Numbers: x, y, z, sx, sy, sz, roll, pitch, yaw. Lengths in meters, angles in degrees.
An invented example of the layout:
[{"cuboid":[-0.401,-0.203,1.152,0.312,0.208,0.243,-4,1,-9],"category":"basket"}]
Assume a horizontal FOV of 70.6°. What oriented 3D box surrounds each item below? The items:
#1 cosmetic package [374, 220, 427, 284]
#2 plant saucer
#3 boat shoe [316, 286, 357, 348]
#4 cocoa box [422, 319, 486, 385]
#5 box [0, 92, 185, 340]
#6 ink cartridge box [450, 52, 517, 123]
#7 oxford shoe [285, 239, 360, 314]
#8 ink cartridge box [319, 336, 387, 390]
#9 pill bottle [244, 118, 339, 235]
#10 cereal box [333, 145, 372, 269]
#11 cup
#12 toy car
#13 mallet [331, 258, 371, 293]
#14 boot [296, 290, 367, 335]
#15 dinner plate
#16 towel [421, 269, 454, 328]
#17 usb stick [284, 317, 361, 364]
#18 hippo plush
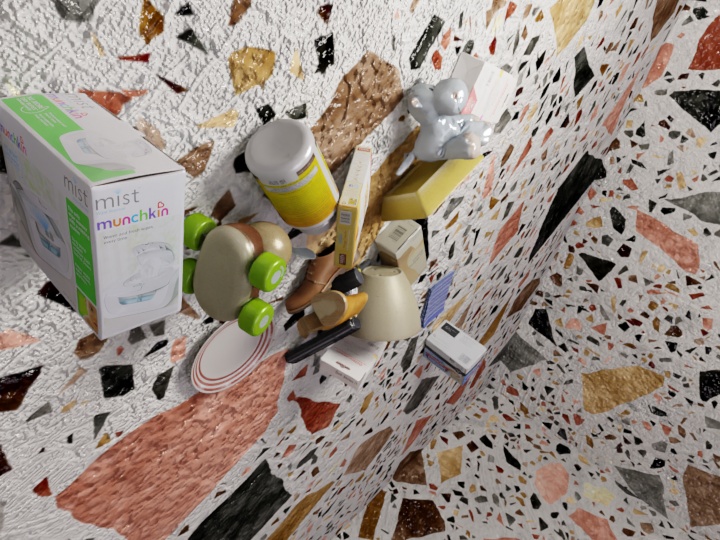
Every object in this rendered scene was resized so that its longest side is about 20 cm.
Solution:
[{"cuboid":[0.109,-0.042,1.310,0.105,0.071,0.200,-48,152,-14],"category":"cosmetic package"},{"cuboid":[0.142,-0.193,1.121,0.200,0.200,0.048,-47,111,-16],"category":"plant saucer"},{"cuboid":[-0.073,0.105,1.200,0.066,0.070,0.200,8,130,-29],"category":"boat shoe"},{"cuboid":[0.363,0.319,1.981,0.133,0.200,0.131,-38,149,-29],"category":"cocoa box"},{"cuboid":[-0.277,-0.064,0.533,0.097,0.200,0.177,-25,142,-44],"category":"box"},{"cuboid":[0.275,-0.411,1.165,0.200,0.067,0.117,-9,129,-52],"category":"ink cartridge box"},{"cuboid":[-0.094,0.006,1.072,0.200,0.071,0.071,-47,122,-8],"category":"oxford shoe"},{"cuboid":[-0.023,0.225,1.297,0.200,0.117,0.067,-42,158,-60],"category":"ink cartridge box"},{"cuboid":[-0.100,-0.140,0.826,0.109,0.109,0.200,-48,152,-12],"category":"pill bottle"},{"cuboid":[-0.012,-0.121,0.955,0.200,0.039,0.144,-77,175,-45],"category":"cereal box"},{"cuboid":[0.050,0.068,1.245,0.200,0.200,0.143,-19,115,-48],"category":"cup"},{"cuboid":[-0.168,-0.017,0.825,0.200,0.164,0.158,-34,149,-57],"category":"toy car"},{"cuboid":[0.000,0.000,1.153,0.066,0.041,0.200,-24,-173,27],"category":"mallet"},{"cuboid":[-0.037,0.070,1.052,0.144,0.071,0.201,-22,170,-37],"category":"boot"},{"cuboid":[-0.254,0.158,1.012,0.200,0.024,0.200,-38,148,-30],"category":"dinner plate"},{"cuboid":[0.270,0.104,1.785,0.145,0.024,0.200,-34,146,-36],"category":"towel"},{"cuboid":[-0.087,0.164,1.181,0.200,0.033,0.055,-31,163,18],"category":"usb stick"},{"cuboid":[0.160,-0.317,1.040,0.161,0.200,0.159,66,31,-33],"category":"hippo plush"}]
